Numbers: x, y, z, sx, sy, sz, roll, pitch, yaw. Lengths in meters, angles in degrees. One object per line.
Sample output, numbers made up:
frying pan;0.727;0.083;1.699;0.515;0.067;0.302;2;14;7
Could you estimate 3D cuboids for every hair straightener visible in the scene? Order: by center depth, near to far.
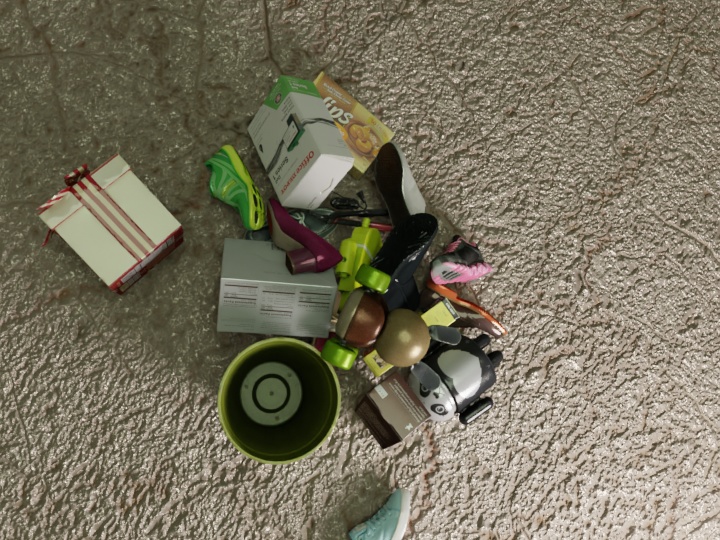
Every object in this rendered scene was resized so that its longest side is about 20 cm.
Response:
hair straightener;-0.014;-0.124;1.179;0.199;0.041;0.078;2;80;-26

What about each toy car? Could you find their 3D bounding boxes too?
toy car;0.059;0.106;0.967;0.199;0.158;0.165;25;88;4

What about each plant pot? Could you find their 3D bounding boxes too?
plant pot;-0.151;0.222;1.035;0.199;0.193;0.202;2;82;-13

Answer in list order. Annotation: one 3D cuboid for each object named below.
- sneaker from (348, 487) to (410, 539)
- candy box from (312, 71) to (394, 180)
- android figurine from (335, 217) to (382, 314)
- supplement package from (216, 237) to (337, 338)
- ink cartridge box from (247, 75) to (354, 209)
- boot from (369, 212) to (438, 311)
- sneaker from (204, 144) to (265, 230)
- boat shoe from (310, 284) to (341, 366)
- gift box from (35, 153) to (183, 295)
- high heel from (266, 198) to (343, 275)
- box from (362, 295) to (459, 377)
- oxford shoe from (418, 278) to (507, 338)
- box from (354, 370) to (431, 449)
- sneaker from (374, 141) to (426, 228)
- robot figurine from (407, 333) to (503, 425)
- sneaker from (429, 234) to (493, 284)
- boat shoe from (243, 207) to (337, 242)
sneaker;0.025;0.497;1.099;0.082;0.074;0.201;31;75;-10
candy box;-0.042;-0.299;1.210;0.200;0.055;0.116;39;75;-5
android figurine;0.000;0.000;1.118;0.041;0.182;0.201;6;72;19
supplement package;-0.155;0.030;1.068;0.198;0.156;0.112;5;118;-13
ink cartridge box;-0.116;-0.236;1.092;0.084;0.146;0.201;-1;55;-44
boot;0.088;0.004;1.143;0.076;0.168;0.200;31;73;30
sneaker;-0.242;-0.149;1.122;0.083;0.074;0.201;-29;63;1
boat shoe;-0.054;0.121;1.138;0.073;0.069;0.201;19;78;-10
gift box;-0.442;-0.074;1.016;0.200;0.184;0.187;-43;95;-22
high heel;-0.109;-0.068;1.069;0.096;0.068;0.201;-11;52;-21
box;0.097;0.128;1.146;0.200;0.075;0.050;-37;90;2
oxford shoe;0.210;0.095;1.215;0.199;0.071;0.073;31;93;-1
box;0.053;0.260;1.067;0.075;0.200;0.100;-35;78;-16
sneaker;0.086;-0.162;1.194;0.084;0.072;0.202;-5;82;-55
robot figurine;0.186;0.207;1.153;0.199;0.150;0.125;-33;130;-16
sneaker;0.194;-0.027;1.187;0.199;0.079;0.096;2;68;-54
boat shoe;-0.132;-0.083;1.153;0.199;0.062;0.073;-16;85;-15
